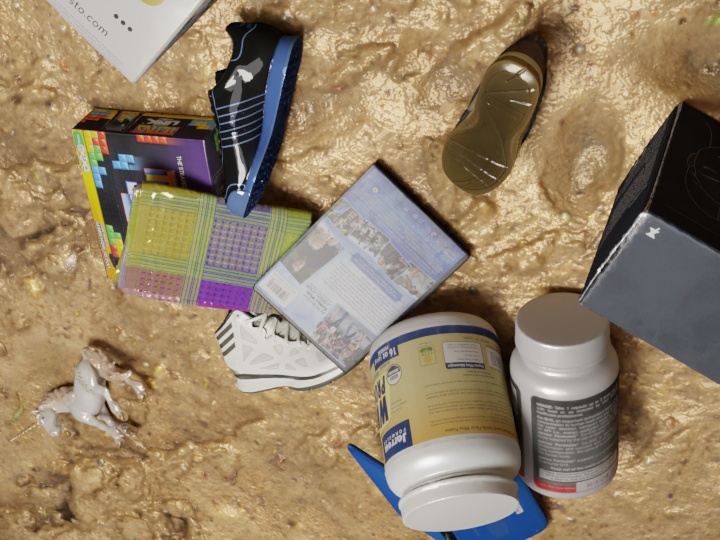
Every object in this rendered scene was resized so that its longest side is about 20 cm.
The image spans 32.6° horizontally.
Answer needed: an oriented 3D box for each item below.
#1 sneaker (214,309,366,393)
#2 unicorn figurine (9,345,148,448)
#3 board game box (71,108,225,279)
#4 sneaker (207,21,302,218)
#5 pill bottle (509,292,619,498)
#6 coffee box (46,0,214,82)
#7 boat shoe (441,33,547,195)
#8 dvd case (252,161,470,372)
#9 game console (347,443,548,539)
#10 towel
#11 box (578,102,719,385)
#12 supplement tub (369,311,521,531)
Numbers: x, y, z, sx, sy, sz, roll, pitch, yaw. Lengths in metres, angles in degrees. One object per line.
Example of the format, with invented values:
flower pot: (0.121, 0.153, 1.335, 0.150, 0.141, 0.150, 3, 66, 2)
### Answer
sneaker: (-0.090, 0.075, 1.418, 0.200, 0.076, 0.116, -14, 119, 33)
unicorn figurine: (-0.356, 0.173, 1.615, 0.137, 0.074, 0.200, 33, 116, 11)
board game box: (-0.221, -0.076, 1.382, 0.165, 0.057, 0.201, 7, 125, 20)
sneaker: (-0.120, -0.156, 1.260, 0.078, 0.070, 0.201, 20, 110, 8)
pill bottle: (0.216, 0.132, 1.301, 0.113, 0.114, 0.201, 6, 125, 19)
coffee box: (-0.180, -0.334, 1.089, 0.200, 0.200, 0.198, 43, 128, -10)
boat shoe: (0.135, -0.144, 1.174, 0.073, 0.065, 0.200, 36, 149, 4)
dvd case: (0.000, 0.000, 1.324, 0.143, 0.018, 0.200, 43, 110, -9)
game console: (0.106, 0.255, 1.456, 0.170, 0.119, 0.200, -27, 139, 5)
towel: (-0.162, -0.023, 1.343, 0.199, 0.023, 0.144, 9, 121, -10)
box: (0.325, -0.016, 1.097, 0.200, 0.197, 0.124, 30, 130, 2)
supplement tub: (0.090, 0.160, 1.298, 0.144, 0.201, 0.145, -6, 152, -3)
